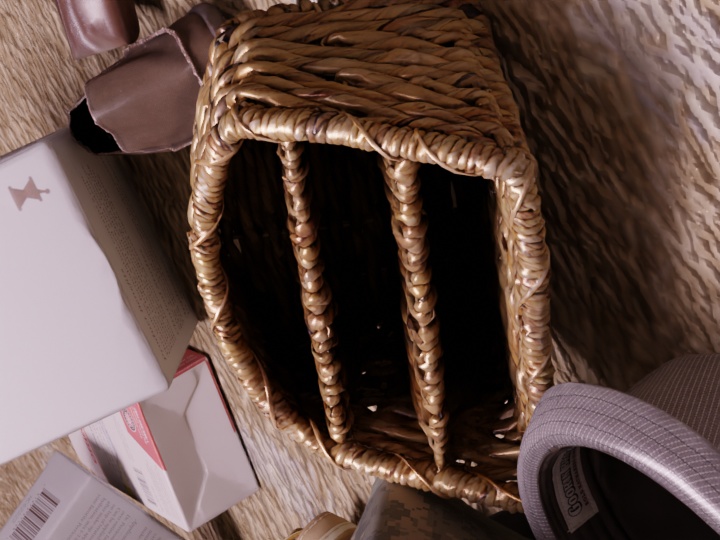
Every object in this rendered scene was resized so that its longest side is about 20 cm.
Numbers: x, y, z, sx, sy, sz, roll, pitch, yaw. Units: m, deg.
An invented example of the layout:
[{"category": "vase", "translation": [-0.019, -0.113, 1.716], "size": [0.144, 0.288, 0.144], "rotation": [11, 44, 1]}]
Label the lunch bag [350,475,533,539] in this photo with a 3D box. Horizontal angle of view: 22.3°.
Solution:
[{"category": "lunch bag", "translation": [0.069, 0.200, 0.801], "size": [0.199, 0.164, 0.118], "rotation": [27, 112, -6]}]

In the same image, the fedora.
[{"category": "fedora", "translation": [0.154, 0.110, 0.716], "size": [0.200, 0.090, 0.177], "rotation": [50, 156, 7]}]

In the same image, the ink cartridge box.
[{"category": "ink cartridge box", "translation": [-0.167, 0.108, 1.373], "size": [0.200, 0.067, 0.117], "rotation": [16, 131, 56]}]

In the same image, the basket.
[{"category": "basket", "translation": [0.000, 0.000, 0.780], "size": [0.149, 0.142, 0.201], "rotation": [-102, 4, -49]}]

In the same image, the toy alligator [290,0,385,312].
[{"category": "toy alligator", "translation": [-0.007, -0.047, 0.905], "size": [0.201, 0.054, 0.059], "rotation": [64, 155, -7]}]

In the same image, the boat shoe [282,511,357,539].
[{"category": "boat shoe", "translation": [-0.039, 0.212, 1.229], "size": [0.069, 0.074, 0.200], "rotation": [43, 152, 22]}]

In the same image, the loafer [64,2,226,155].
[{"category": "loafer", "translation": [-0.117, -0.094, 1.047], "size": [0.073, 0.071, 0.200], "rotation": [62, 156, -3]}]

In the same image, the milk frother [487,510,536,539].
[{"category": "milk frother", "translation": [0.039, 0.242, 0.957], "size": [0.188, 0.200, 0.181], "rotation": [48, 151, 24]}]

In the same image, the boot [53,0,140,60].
[{"category": "boot", "translation": [-0.148, -0.193, 1.008], "size": [0.186, 0.064, 0.201], "rotation": [-128, 25, -51]}]

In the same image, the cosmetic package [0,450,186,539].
[{"category": "cosmetic package", "translation": [-0.177, 0.236, 1.396], "size": [0.200, 0.102, 0.071], "rotation": [42, 168, -32]}]

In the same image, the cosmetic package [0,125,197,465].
[{"category": "cosmetic package", "translation": [-0.218, 0.015, 1.167], "size": [0.200, 0.166, 0.168], "rotation": [-89, -26, -81]}]
